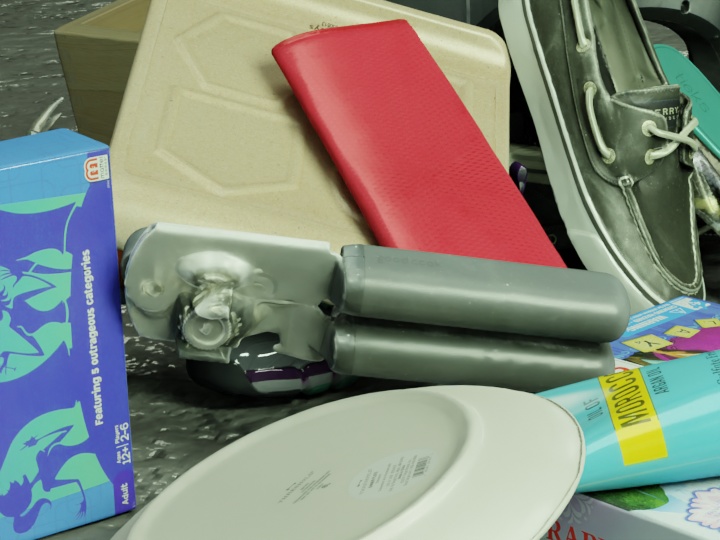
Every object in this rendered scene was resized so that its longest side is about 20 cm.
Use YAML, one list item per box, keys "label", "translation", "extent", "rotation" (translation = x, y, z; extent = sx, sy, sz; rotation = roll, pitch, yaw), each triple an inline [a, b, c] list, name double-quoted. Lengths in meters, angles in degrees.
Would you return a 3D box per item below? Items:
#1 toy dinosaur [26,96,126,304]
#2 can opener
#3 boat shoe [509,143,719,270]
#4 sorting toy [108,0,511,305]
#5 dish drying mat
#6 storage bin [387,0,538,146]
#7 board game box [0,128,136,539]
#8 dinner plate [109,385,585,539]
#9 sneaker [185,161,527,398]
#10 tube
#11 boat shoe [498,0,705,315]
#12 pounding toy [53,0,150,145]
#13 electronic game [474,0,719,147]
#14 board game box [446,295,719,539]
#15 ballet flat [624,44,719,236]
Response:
- label: "toy dinosaur"
  translation: [-0.152, -0.025, 0.909]
  extent: [0.179, 0.106, 0.200]
  rotation: [-11, 10, -4]
- label: "can opener"
  translation: [0.004, 0.006, 0.752]
  extent: [0.198, 0.054, 0.067]
  rotation: [6, 32, -7]
- label: "boat shoe"
  translation: [0.134, -0.029, 1.050]
  extent: [0.198, 0.063, 0.074]
  rotation: [6, 9, -28]
- label: "sorting toy"
  translation: [-0.020, -0.060, 0.887]
  extent: [0.183, 0.037, 0.201]
  rotation: [14, 44, -7]
- label: "dish drying mat"
  translation: [0.031, -0.037, 0.844]
  extent: [0.076, 0.018, 0.201]
  rotation: [-9, 52, -27]
- label: "storage bin"
  translation: [0.056, -0.133, 1.150]
  extent: [0.134, 0.202, 0.094]
  rotation: [-9, 19, -19]
- label: "board game box"
  translation: [-0.184, 0.040, 0.710]
  extent: [0.198, 0.154, 0.045]
  rotation: [-14, 21, -32]
- label: "dinner plate"
  translation: [-0.018, 0.084, 0.661]
  extent: [0.198, 0.024, 0.200]
  rotation: [-19, 18, 6]
- label: "sneaker"
  translation: [0.000, 0.000, 0.921]
  extent: [0.199, 0.089, 0.074]
  rotation: [-14, 20, -34]
- label: "tube"
  translation: [0.140, 0.049, 0.683]
  extent: [0.198, 0.051, 0.077]
  rotation: [-11, 11, 3]
- label: "boat shoe"
  translation: [0.130, -0.067, 0.940]
  extent: [0.070, 0.202, 0.063]
  rotation: [-14, -11, -45]
- label: "pounding toy"
  translation: [-0.066, -0.126, 1.312]
  extent: [0.183, 0.144, 0.199]
  rotation: [12, 33, 41]
- label: "electronic game"
  translation: [0.130, -0.097, 1.073]
  extent: [0.198, 0.201, 0.042]
  rotation: [-8, 49, -17]
- label: "board game box"
  translation: [0.141, 0.071, 0.749]
  extent: [0.199, 0.042, 0.198]
  rotation: [-18, 23, -39]
- label: "ballet flat"
  translation: [0.200, -0.030, 0.985]
  extent: [0.072, 0.072, 0.201]
  rotation: [-20, 61, -45]
